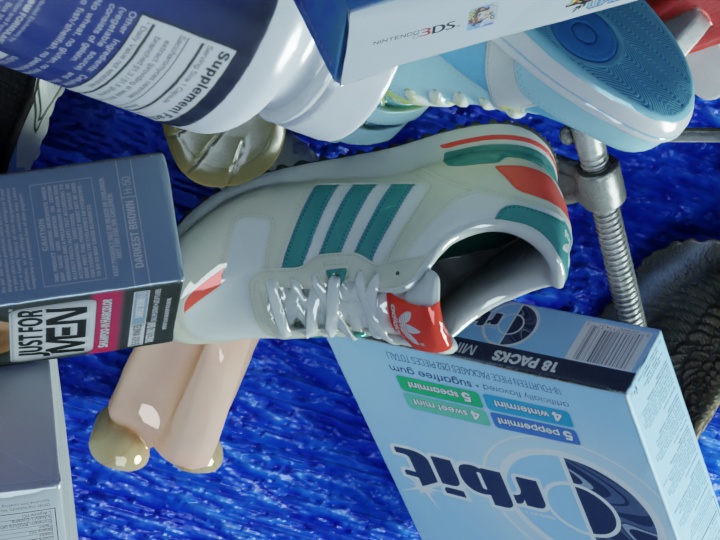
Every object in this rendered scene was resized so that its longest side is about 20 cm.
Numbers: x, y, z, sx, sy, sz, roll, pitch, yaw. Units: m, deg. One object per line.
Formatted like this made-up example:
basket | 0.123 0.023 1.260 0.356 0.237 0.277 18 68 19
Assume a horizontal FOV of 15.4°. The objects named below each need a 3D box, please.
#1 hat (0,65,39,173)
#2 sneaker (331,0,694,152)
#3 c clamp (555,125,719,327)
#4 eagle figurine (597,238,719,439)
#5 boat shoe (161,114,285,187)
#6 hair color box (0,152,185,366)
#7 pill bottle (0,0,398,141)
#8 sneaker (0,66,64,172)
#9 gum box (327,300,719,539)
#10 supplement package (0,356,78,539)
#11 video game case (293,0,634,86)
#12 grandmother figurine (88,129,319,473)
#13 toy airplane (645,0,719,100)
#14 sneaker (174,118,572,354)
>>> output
hat | -0.230 -0.088 1.097 0.199 0.081 0.202 12 123 19
sneaker | 0.044 -0.089 1.162 0.200 0.080 0.131 37 132 12
c clamp | 0.103 0.006 1.266 0.170 0.027 0.201 10 133 25
eagle figurine | 0.203 0.039 1.326 0.152 0.151 0.200 43 155 6
boat shoe | -0.077 -0.137 1.139 0.071 0.066 0.202 -15 113 -15
hair color box | -0.179 0.005 1.126 0.199 0.061 0.099 -8 164 -9
pill bottle | -0.083 -0.119 1.041 0.199 0.111 0.111 18 124 -30
sneaker | -0.150 -0.088 1.166 0.072 0.072 0.201 -5 135 -20
gum box | 0.090 0.095 1.318 0.169 0.045 0.201 11 141 33
supplement package | -0.207 0.113 1.240 0.146 0.192 0.201 -5 130 -6
video game case | 0.037 -0.179 1.012 0.180 0.201 0.046 -17 149 -17
grandmother figurine | -0.064 0.013 1.274 0.121 0.061 0.201 -4 135 -31
toy airplane | 0.188 -0.132 1.145 0.199 0.141 0.200 6 122 -2
sneaker | 0.001 0.000 1.182 0.199 0.094 0.071 -16 130 1
